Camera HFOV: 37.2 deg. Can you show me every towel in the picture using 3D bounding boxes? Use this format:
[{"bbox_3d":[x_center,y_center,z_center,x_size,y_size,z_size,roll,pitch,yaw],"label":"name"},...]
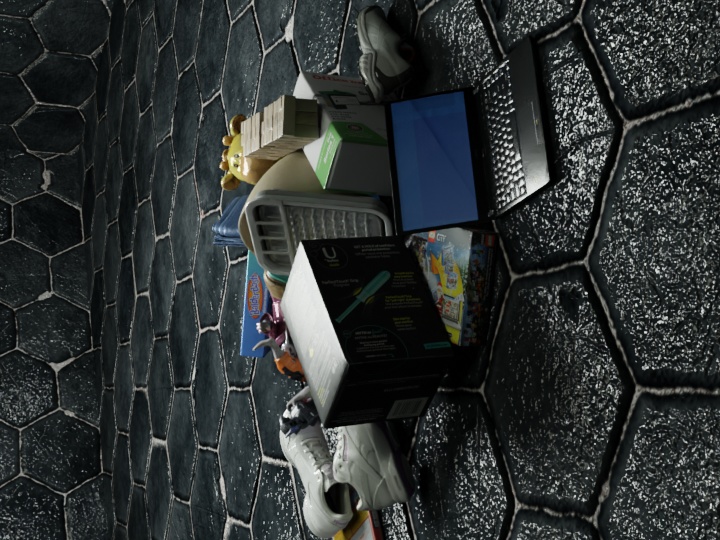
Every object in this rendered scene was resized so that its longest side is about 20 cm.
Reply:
[{"bbox_3d":[-0.132,-0.078,1.703,0.112,0.196,0.049,-61,-37,-45],"label":"towel"}]

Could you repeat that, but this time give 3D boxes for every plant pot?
[{"bbox_3d":[-0.066,-0.098,1.544,0.201,0.197,0.136,130,157,-52],"label":"plant pot"}]

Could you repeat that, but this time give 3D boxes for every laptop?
[{"bbox_3d":[0.121,-0.154,1.251,0.200,0.101,0.181,144,124,-60],"label":"laptop"}]

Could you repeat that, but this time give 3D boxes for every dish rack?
[{"bbox_3d":[-0.049,-0.052,1.446,0.173,0.196,0.044,84,-165,-54],"label":"dish rack"}]

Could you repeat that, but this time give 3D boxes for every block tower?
[{"bbox_3d":[-0.114,-0.196,1.488,0.199,0.057,0.055,172,98,-69],"label":"block tower"}]

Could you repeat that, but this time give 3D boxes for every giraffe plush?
[{"bbox_3d":[-0.145,-0.189,1.771,0.199,0.159,0.176,176,96,-65],"label":"giraffe plush"}]

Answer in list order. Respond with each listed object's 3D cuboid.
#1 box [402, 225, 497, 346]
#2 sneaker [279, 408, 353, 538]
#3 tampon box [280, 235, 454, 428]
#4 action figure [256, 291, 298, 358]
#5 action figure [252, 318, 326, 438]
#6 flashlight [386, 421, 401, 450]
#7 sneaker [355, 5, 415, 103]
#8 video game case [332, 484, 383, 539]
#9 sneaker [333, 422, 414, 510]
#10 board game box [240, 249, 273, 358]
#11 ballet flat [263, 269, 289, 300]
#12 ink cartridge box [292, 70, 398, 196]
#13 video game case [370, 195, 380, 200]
[{"bbox_3d":[0.101,0.006,1.355,0.199,0.037,0.139,-157,72,-64],"label":"box"},{"bbox_3d":[-0.057,0.290,1.592,0.100,0.074,0.203,-41,65,53],"label":"sneaker"},{"bbox_3d":[0.004,0.073,1.342,0.127,0.147,0.202,112,147,-43],"label":"tampon box"},{"bbox_3d":[-0.123,0.060,1.733,0.148,0.132,0.204,170,105,-66],"label":"action figure"},{"bbox_3d":[-0.070,0.164,1.576,0.104,0.194,0.200,-40,2,19],"label":"action figure"},{"bbox_3d":[0.009,0.175,1.520,0.068,0.067,0.202,83,168,-53],"label":"flashlight"},{"bbox_3d":[0.038,-0.311,1.507,0.202,0.078,0.074,-96,-17,-47],"label":"sneaker"},{"bbox_3d":[-0.009,0.375,1.585,0.144,0.017,0.203,122,143,-47],"label":"video game case"},{"bbox_3d":[-0.006,0.224,1.402,0.203,0.098,0.075,67,-167,-3],"label":"sneaker"},{"bbox_3d":[-0.171,0.040,1.874,0.152,0.044,0.204,-47,-37,-85],"label":"board game box"},{"bbox_3d":[-0.048,0.043,1.543,0.073,0.197,0.068,95,-165,-51],"label":"ballet flat"},{"bbox_3d":[-0.004,-0.190,1.480,0.201,0.144,0.085,-118,39,-48],"label":"ink cartridge box"},{"bbox_3d":[0.000,0.000,1.603,0.201,0.017,0.145,117,147,-42],"label":"video game case"}]
